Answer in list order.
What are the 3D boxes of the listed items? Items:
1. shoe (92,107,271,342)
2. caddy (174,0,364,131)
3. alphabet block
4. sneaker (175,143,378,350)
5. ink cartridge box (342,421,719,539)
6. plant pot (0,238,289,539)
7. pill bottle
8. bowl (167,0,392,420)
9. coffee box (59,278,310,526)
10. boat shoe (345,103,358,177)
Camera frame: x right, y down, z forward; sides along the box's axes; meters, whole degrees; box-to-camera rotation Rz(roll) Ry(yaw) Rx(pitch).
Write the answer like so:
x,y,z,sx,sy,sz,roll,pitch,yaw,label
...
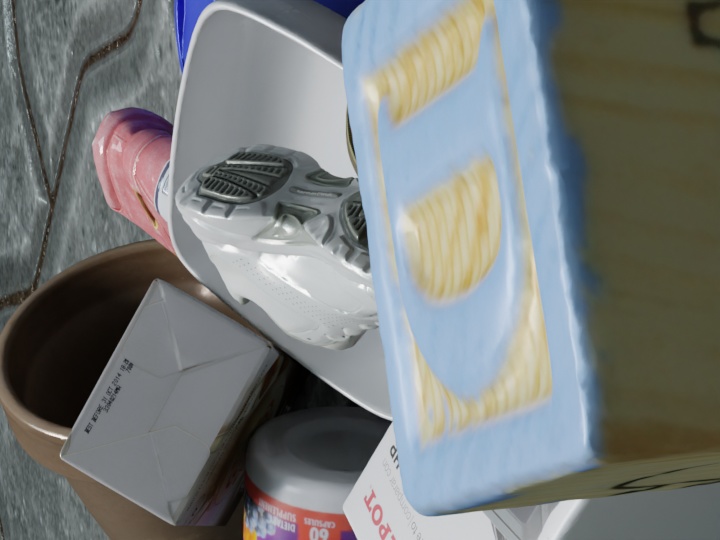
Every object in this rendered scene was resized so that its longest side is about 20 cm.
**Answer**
x,y,z,sx,sy,sz,roll,pitch,yaw,label
-0.081,-0.026,1.610,0.091,0.072,0.200,33,171,39,shoe
-0.037,-0.161,1.540,0.141,0.105,0.200,-118,28,-49,caddy
0.123,-0.026,0.958,0.195,0.200,0.197,152,112,-71,alphabet block
0.000,0.000,1.362,0.200,0.078,0.100,19,140,42,sneaker
0.088,0.081,1.175,0.200,0.084,0.145,-61,34,26,ink cartridge box
-0.126,0.104,1.788,0.200,0.200,0.175,-119,12,-50,plant pot
-0.014,0.189,1.552,0.111,0.111,0.200,-132,41,-61,pill bottle
-0.006,-0.045,1.441,0.200,0.075,0.200,36,137,25,bowl
-0.097,0.080,1.557,0.115,0.080,0.200,-61,-7,-2,coffee box
0.034,-0.051,1.275,0.068,0.072,0.200,89,172,-52,boat shoe
